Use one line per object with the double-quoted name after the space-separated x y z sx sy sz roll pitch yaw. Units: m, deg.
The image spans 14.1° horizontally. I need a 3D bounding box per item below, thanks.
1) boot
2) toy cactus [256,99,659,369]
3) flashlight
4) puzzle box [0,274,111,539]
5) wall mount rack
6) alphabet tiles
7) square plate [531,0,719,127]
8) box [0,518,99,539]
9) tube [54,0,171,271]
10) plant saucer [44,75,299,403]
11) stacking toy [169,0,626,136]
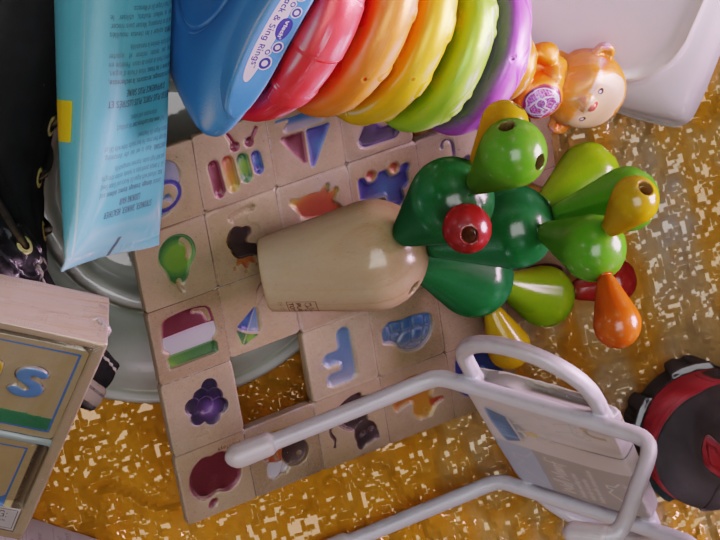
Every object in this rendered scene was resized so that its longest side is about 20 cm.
-0.128 -0.057 1.172 0.154 0.073 0.204 -48 119 -15 "boot"
0.043 -0.004 1.187 0.164 0.200 0.103 -10 81 6 "toy cactus"
0.159 0.083 1.213 0.068 0.200 0.068 -39 101 1 "flashlight"
-0.209 0.040 1.131 0.199 0.026 0.133 12 136 -15 "puzzle box"
0.049 0.092 1.222 0.173 0.200 0.075 14 68 23 "wall mount rack"
0.000 0.000 1.236 0.199 0.008 0.168 -20 117 -23 "alphabet tiles"
0.078 -0.156 1.192 0.197 0.029 0.201 14 124 -11 "square plate"
-0.214 0.154 1.231 0.199 0.097 0.125 19 95 -9 "box"
-0.094 -0.104 1.120 0.050 0.077 0.201 6 101 29 "tube"
-0.087 -0.039 1.244 0.199 0.050 0.201 -1 98 -6 "plant saucer"
0.026 -0.094 1.170 0.199 0.110 0.116 18 116 -29 "stacking toy"
